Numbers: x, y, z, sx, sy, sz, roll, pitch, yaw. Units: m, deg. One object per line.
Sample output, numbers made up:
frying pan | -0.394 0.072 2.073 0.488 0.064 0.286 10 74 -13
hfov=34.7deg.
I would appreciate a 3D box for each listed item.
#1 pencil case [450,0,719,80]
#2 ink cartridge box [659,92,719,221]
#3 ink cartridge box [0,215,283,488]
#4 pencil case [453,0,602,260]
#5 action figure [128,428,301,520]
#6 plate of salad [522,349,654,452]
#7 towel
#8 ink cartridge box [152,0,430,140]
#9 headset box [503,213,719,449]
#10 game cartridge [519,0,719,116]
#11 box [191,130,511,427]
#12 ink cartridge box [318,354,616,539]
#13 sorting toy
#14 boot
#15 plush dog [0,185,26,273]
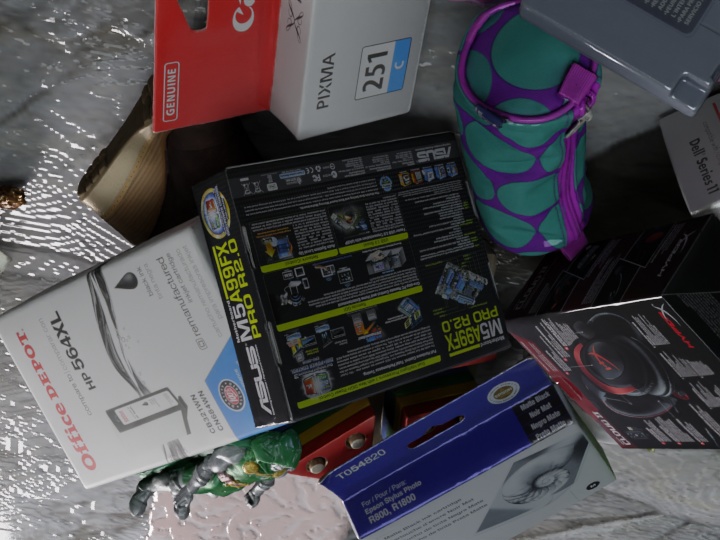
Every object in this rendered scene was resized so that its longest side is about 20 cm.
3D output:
pencil case | 0.149 -0.181 0.716 0.199 0.088 0.088 15 128 -11
ink cartridge box | 0.266 -0.045 0.794 0.067 0.117 0.200 -24 124 19
ink cartridge box | -0.138 0.054 0.809 0.199 0.084 0.146 -23 99 31
pencil case | 0.111 -0.083 0.746 0.085 0.092 0.200 -44 157 -9
action figure | -0.105 0.152 0.867 0.118 0.055 0.200 10 155 -35
plate of salad | 0.233 0.081 0.942 0.199 0.048 0.201 2 129 2
towel | -0.106 0.239 1.093 0.190 0.032 0.201 13 128 -7
ink cartridge box | -0.035 -0.173 0.696 0.176 0.045 0.201 -18 136 -29
headset box | 0.204 0.051 0.804 0.149 0.075 0.200 44 156 -14
game cartridge | 0.180 -0.203 0.637 0.133 0.042 0.200 33 90 13
box | 0.000 0.000 0.764 0.044 0.199 0.161 -16 89 51
ink cartridge box | 0.094 0.170 0.933 0.199 0.041 0.200 -31 142 9
sorting toy | 0.011 0.089 0.902 0.198 0.070 0.201 -9 131 -17
boot | -0.087 -0.076 0.829 0.166 0.073 0.200 28 126 -31
plush dog | -0.333 -0.002 0.818 0.160 0.172 0.201 -2 128 4
